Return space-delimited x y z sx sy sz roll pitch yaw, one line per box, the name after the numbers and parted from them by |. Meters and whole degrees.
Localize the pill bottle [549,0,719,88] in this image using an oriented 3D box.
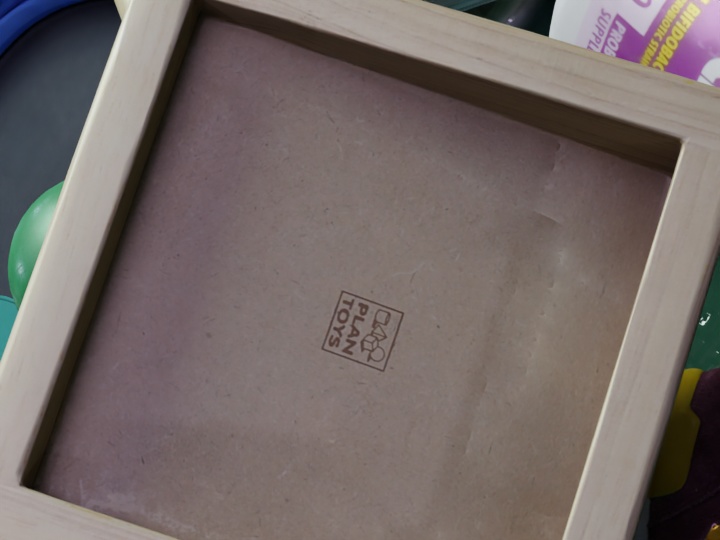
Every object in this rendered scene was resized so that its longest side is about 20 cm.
0.153 -0.033 0.684 0.112 0.112 0.200 -46 58 3 | pill bottle

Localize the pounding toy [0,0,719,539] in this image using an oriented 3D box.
-0.012 0.007 0.644 0.198 0.142 0.185 17 78 8 | pounding toy

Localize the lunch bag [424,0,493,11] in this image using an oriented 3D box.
0.033 -0.163 0.811 0.199 0.077 0.162 -16 67 20 | lunch bag

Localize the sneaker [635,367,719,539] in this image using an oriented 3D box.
0.103 0.120 0.668 0.089 0.075 0.202 2 69 17 | sneaker

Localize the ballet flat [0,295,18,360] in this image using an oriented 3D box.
-0.074 0.092 0.707 0.200 0.069 0.072 44 130 30 | ballet flat

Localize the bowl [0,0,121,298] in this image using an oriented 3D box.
-0.100 -0.007 0.799 0.200 0.039 0.203 -3 85 41 | bowl
